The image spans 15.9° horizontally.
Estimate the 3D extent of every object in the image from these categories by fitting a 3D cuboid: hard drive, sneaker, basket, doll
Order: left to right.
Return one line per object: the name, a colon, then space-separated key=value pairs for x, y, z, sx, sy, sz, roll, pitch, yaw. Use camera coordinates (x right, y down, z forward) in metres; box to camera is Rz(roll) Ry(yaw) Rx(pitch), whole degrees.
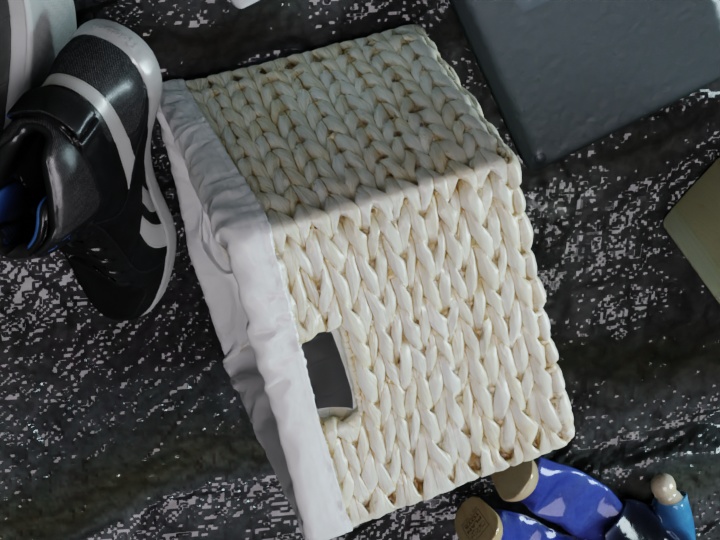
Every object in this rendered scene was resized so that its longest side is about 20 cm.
sneaker: x=-0.205 y=-0.133 z=1.331 sx=0.099 sy=0.071 sz=0.201 roll=14 pitch=139 yaw=11
sneaker: x=-0.156 y=-0.026 z=1.347 sx=0.073 sy=0.112 sz=0.201 roll=22 pitch=139 yaw=20
basket: x=0.000 y=0.000 z=1.374 sx=0.160 sy=0.200 sz=0.199 roll=-18 pitch=120 yaw=-7
hard drive: x=0.116 y=-0.166 z=1.408 sx=0.139 sy=0.033 sz=0.200 roll=-27 pitch=121 yaw=1
doll: x=0.147 y=0.180 z=1.597 sx=0.200 sy=0.048 sz=0.137 roll=28 pitch=99 yaw=-32

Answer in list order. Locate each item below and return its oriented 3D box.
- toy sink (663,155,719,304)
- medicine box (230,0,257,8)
toy sink: x=0.296 y=0.011 z=1.495 sx=0.200 sy=0.130 sz=0.112 roll=36 pitch=104 yaw=-27
medicine box: x=-0.019 y=-0.263 z=1.279 sx=0.199 sy=0.103 sz=0.183 roll=-26 pitch=121 yaw=0
